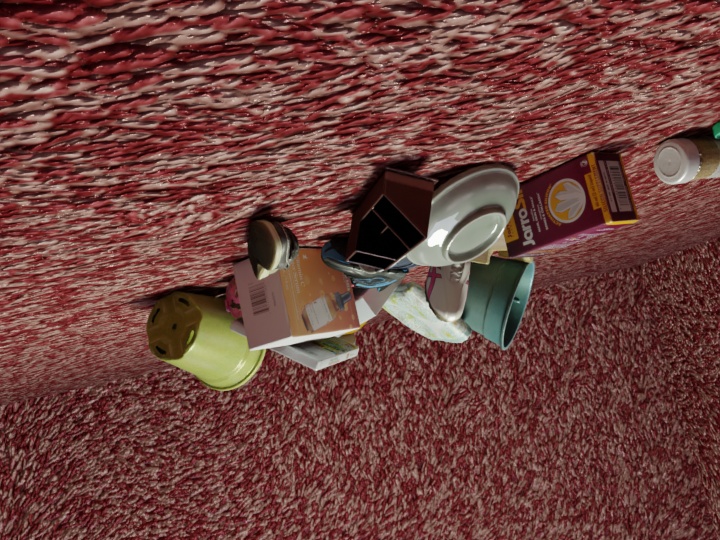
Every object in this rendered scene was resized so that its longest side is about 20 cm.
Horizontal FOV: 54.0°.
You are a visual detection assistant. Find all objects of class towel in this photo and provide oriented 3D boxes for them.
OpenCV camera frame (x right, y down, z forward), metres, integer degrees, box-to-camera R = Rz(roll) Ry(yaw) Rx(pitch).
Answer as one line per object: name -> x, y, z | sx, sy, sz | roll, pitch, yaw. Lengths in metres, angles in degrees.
towel -> 0.133, 0.093, 1.532 | 0.170, 0.049, 0.200 | 36, 164, -13

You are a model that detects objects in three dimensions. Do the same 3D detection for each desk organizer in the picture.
desk organizer -> 0.035, -0.063, 0.954 | 0.070, 0.078, 0.200 | 12, 166, -11

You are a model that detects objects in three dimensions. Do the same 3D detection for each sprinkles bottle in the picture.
sprinkles bottle -> 0.559, -0.180, 1.117 | 0.197, 0.069, 0.068 | -10, 171, -24

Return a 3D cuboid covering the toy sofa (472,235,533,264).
toy sofa -> 0.271, -0.068, 1.406 | 0.082, 0.100, 0.198 | 12, -170, 40

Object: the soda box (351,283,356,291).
soda box -> -0.024, 0.007, 1.423 | 0.069, 0.065, 0.199 | -10, 170, -33

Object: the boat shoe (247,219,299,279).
boat shoe -> -0.121, -0.036, 1.011 | 0.065, 0.073, 0.201 | -21, 174, -18

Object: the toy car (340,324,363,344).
toy car -> -0.071, 0.096, 1.674 | 0.199, 0.150, 0.176 | -8, 136, -52

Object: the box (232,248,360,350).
box -> -0.110, 0.048, 1.252 | 0.105, 0.155, 0.199 | -18, 171, 34

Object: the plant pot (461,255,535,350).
plant pot -> 0.259, 0.044, 1.554 | 0.194, 0.204, 0.200 | 20, -175, 22

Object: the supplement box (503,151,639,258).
supplement box -> 0.324, -0.100, 1.127 | 0.085, 0.112, 0.199 | -5, 168, -40

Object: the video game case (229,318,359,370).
video game case -> -0.124, 0.132, 1.365 | 0.197, 0.023, 0.181 | 21, -169, 22

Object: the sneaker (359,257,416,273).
sneaker -> 0.107, -0.059, 1.179 | 0.200, 0.078, 0.145 | -24, 172, 29

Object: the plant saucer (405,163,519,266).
plant saucer -> 0.157, -0.064, 1.028 | 0.198, 0.051, 0.201 | -24, 150, -15

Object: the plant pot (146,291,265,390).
plant pot -> -0.315, 0.125, 1.395 | 0.197, 0.204, 0.184 | -16, 159, 20

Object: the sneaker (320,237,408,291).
sneaker -> 0.000, 0.000, 1.249 | 0.198, 0.074, 0.082 | 14, 133, -43

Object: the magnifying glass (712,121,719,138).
magnifying glass -> 0.627, -0.233, 1.052 | 0.197, 0.023, 0.080 | -15, 171, 3

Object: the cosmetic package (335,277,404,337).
cosmetic package -> 0.005, 0.058, 1.492 | 0.150, 0.052, 0.200 | -35, -172, 36

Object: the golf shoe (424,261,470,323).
golf shoe -> 0.155, -0.007, 1.228 | 0.071, 0.203, 0.093 | 9, 146, -8

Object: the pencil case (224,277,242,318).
pencil case -> -0.171, 0.045, 1.392 | 0.198, 0.088, 0.082 | -4, -154, -47
